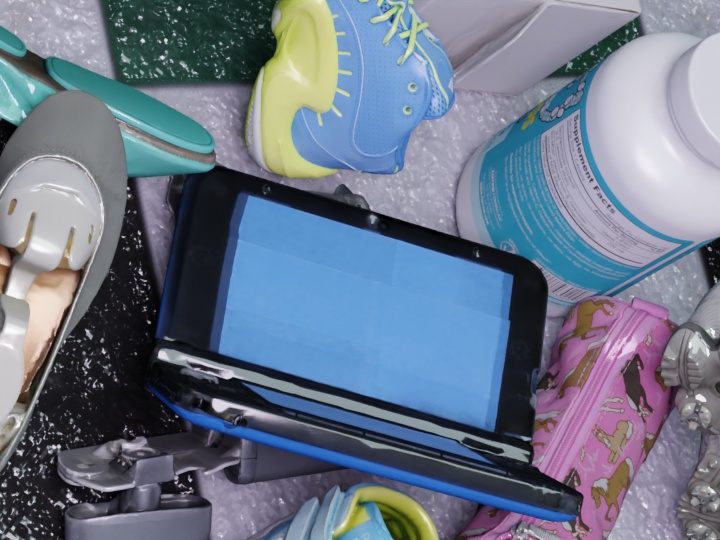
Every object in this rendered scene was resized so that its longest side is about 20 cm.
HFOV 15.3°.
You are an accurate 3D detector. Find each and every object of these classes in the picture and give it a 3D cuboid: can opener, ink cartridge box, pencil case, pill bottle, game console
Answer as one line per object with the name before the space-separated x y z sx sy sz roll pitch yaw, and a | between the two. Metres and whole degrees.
can opener | -0.059 0.101 1.331 0.199 0.053 0.067 -6 106 -33
ink cartridge box | 0.058 -0.189 1.457 0.125 0.128 0.201 3 70 -30
pencil case | 0.107 0.103 1.395 0.083 0.086 0.200 49 51 -22
pill bottle | 0.143 -0.055 1.411 0.110 0.200 0.111 12 66 -27
game console | 0.008 0.032 1.284 0.199 0.171 0.119 16 90 -13

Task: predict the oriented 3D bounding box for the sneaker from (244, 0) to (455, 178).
sneaker | 0.005 -0.134 1.364 0.105 0.201 0.076 13 35 3

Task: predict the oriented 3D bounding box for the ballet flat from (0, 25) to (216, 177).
ballet flat | -0.170 -0.082 1.321 0.200 0.071 0.067 29 14 -14

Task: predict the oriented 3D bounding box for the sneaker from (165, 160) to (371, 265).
sneaker | -0.001 0.001 1.386 0.199 0.060 0.105 5 71 -21

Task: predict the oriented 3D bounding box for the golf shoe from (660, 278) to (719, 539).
golf shoe | 0.213 0.085 1.430 0.097 0.078 0.201 -60 150 -44

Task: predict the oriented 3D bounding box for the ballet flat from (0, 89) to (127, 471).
ballet flat | -0.155 0.010 1.251 0.067 0.064 0.201 22 83 -12

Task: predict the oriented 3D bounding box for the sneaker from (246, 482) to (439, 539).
sneaker | -0.046 0.159 1.256 0.200 0.130 0.080 -34 92 -35
